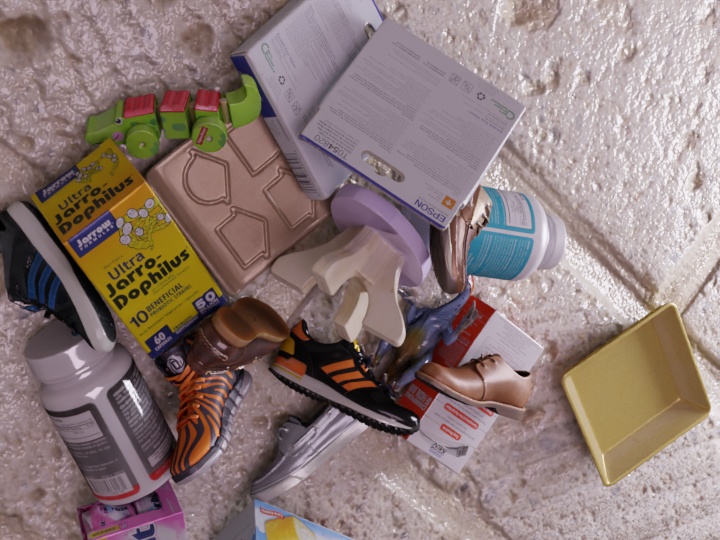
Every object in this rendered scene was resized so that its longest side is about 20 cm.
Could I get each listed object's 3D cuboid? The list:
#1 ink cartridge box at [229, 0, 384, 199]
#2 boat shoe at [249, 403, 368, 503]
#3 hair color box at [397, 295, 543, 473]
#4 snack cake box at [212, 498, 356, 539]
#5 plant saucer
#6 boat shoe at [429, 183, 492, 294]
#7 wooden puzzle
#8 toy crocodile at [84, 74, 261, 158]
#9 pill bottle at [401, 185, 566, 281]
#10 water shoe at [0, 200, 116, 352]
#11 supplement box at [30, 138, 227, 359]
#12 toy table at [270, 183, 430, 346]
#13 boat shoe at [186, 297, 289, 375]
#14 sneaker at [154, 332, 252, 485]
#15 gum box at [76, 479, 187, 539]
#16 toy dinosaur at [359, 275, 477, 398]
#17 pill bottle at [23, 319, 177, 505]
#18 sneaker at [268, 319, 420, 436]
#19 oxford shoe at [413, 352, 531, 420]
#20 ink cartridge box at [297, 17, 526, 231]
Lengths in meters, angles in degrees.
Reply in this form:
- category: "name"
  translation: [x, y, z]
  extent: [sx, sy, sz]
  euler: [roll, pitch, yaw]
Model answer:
- category: "ink cartridge box"
  translation: [-0.035, -0.220, 1.490]
  extent: [0.200, 0.043, 0.198]
  euler: [-47, 121, -32]
- category: "boat shoe"
  translation: [-0.068, 0.209, 1.613]
  extent: [0.200, 0.070, 0.072]
  euler: [-38, 93, -4]
- category: "hair color box"
  translation: [0.135, 0.148, 1.674]
  extent: [0.111, 0.064, 0.201]
  euler: [36, 88, -35]
- category: "snack cake box"
  translation: [-0.084, 0.375, 1.623]
  extent: [0.198, 0.068, 0.115]
  euler: [27, 122, -28]
- category: "plant saucer"
  translation: [0.376, 0.167, 1.800]
  extent: [0.199, 0.048, 0.202]
  euler: [-32, 116, -12]
- category: "boat shoe"
  translation: [0.118, -0.072, 1.480]
  extent: [0.071, 0.076, 0.203]
  euler: [3, 73, -7]
- category: "wooden puzzle"
  translation: [-0.130, -0.101, 1.499]
  extent: [0.200, 0.046, 0.186]
  euler: [-42, 118, -13]
- category: "toy crocodile"
  translation: [-0.204, -0.168, 1.403]
  extent: [0.197, 0.068, 0.062]
  euler: [-6, 131, 5]
- category: "pill bottle"
  translation: [0.155, -0.047, 1.601]
  extent: [0.197, 0.111, 0.112]
  euler: [8, 102, -25]
- category: "water shoe"
  translation: [-0.336, 0.021, 1.388]
  extent: [0.079, 0.201, 0.072]
  euler: [-37, 162, -1]
- category: "supplement box"
  translation: [-0.249, -0.022, 1.401]
  extent: [0.108, 0.109, 0.201]
  euler: [-38, 134, -8]
- category: "toy table"
  translation: [0.000, 0.000, 1.498]
  extent: [0.118, 0.182, 0.201]
  euler: [-55, 145, -16]
- category: "boat shoe"
  translation: [-0.144, 0.078, 1.484]
  extent: [0.070, 0.200, 0.070]
  euler: [44, 103, 13]
- category: "sneaker"
  translation: [-0.199, 0.148, 1.480]
  extent: [0.077, 0.201, 0.112]
  euler: [-29, 113, 26]
- category: "gum box"
  translation: [-0.263, 0.349, 1.535]
  extent: [0.112, 0.066, 0.202]
  euler: [-15, 126, -19]
- category: "toy dinosaur"
  translation: [0.072, 0.071, 1.641]
  extent: [0.105, 0.201, 0.181]
  euler: [45, 58, 10]
- category: "pill bottle"
  translation: [-0.293, 0.154, 1.462]
  extent: [0.113, 0.114, 0.202]
  euler: [-29, 115, -13]
- category: "sneaker"
  translation: [-0.009, 0.126, 1.558]
  extent: [0.198, 0.070, 0.091]
  euler: [23, 79, 13]
- category: "oxford shoe"
  translation: [0.141, 0.131, 1.595]
  extent: [0.199, 0.071, 0.072]
  euler: [17, 96, -46]
- category: "ink cartridge box"
  translation: [0.057, -0.159, 1.450]
  extent: [0.198, 0.041, 0.201]
  euler: [34, 64, 5]
